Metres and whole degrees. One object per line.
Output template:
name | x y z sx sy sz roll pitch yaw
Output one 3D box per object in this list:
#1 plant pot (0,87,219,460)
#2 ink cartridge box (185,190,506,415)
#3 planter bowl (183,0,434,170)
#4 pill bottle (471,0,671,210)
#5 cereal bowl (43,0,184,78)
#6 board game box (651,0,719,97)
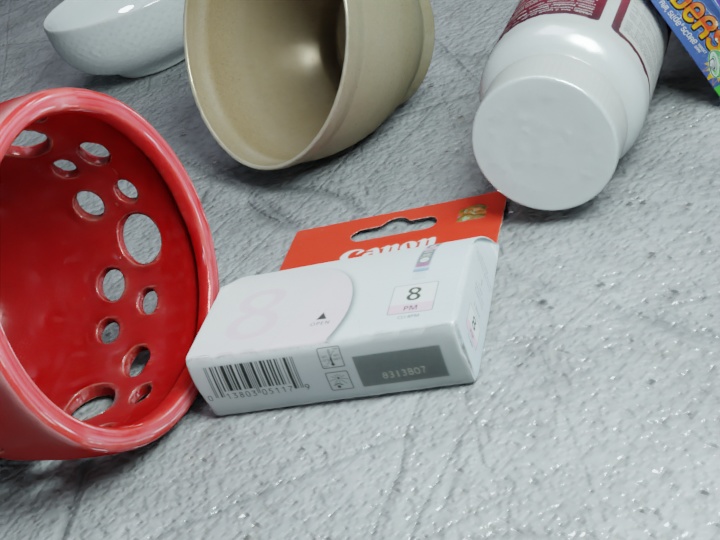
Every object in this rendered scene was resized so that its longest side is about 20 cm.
plant pot | -0.208 0.014 0.695 0.181 0.202 0.201 -14 28 30
ink cartridge box | 0.000 0.000 0.728 0.161 0.057 0.201 -10 36 20
planter bowl | -0.027 -0.183 0.933 0.134 0.203 0.199 -9 16 -41
pill bottle | 0.140 -0.130 0.790 0.108 0.110 0.201 -5 32 26
cereal bowl | -0.231 -0.264 1.284 0.198 0.084 0.201 -15 30 9
board game box | 0.238 -0.218 0.848 0.034 0.136 0.201 -31 21 32
